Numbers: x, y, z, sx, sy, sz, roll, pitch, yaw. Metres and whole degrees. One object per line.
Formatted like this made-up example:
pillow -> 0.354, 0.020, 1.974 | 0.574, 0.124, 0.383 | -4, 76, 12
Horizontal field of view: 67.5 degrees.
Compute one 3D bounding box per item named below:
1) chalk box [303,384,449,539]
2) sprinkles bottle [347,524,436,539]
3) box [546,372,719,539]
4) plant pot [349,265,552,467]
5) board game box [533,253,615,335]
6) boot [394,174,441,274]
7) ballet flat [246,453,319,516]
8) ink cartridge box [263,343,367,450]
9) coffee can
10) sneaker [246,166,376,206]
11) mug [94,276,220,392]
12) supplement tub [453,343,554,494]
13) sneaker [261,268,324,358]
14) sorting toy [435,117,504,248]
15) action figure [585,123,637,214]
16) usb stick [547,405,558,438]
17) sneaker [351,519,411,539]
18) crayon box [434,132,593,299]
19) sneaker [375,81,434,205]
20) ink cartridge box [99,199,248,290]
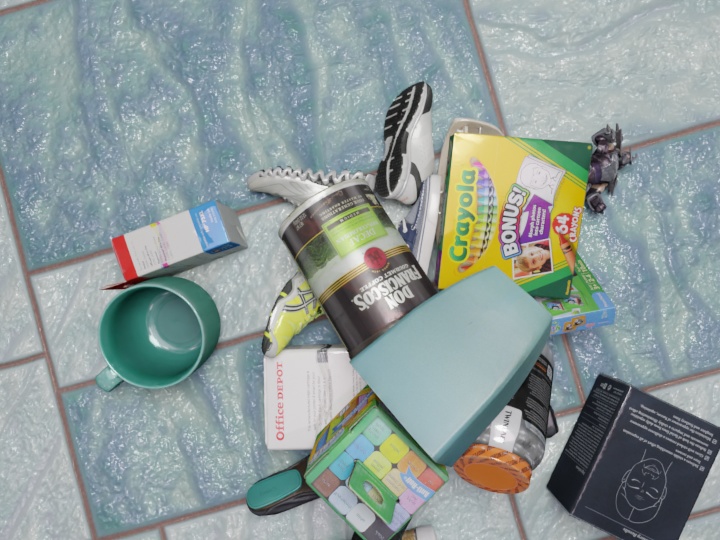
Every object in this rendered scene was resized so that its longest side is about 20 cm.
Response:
chalk box -> 0.019, 0.236, 0.664 | 0.125, 0.200, 0.124 | 45, 91, -1
sprinkles bottle -> 0.019, 0.434, 0.807 | 0.200, 0.068, 0.068 | -11, 88, 2
box -> 0.392, 0.277, 0.779 | 0.148, 0.107, 0.200 | 26, 89, 2
plant pot -> 0.121, 0.104, 0.634 | 0.200, 0.141, 0.141 | -42, 63, -3
board game box -> 0.234, 0.034, 0.778 | 0.200, 0.151, 0.037 | -12, 129, 2
boot -> 0.062, -0.047, 0.799 | 0.090, 0.073, 0.200 | 10, 107, 5
ballet flat -> -0.074, 0.319, 0.818 | 0.200, 0.073, 0.073 | -24, 88, 2
ink cartridge box -> -0.038, 0.185, 0.808 | 0.199, 0.084, 0.145 | -2, 88, 1
coffee can -> 0.000, 0.000, 0.727 | 0.146, 0.146, 0.200 | -32, 78, 1
sneaker -> -0.077, -0.117, 0.829 | 0.199, 0.075, 0.081 | 5, 97, 3
mug -> -0.302, 0.088, 0.801 | 0.185, 0.114, 0.152 | -9, 98, 5
supplement tub -> 0.194, 0.188, 0.738 | 0.122, 0.123, 0.200 | 22, 50, 2
sneaker -> -0.077, 0.044, 0.788 | 0.076, 0.075, 0.200 | 30, 62, -2
sorting toy -> 0.209, -0.107, 0.807 | 0.180, 0.107, 0.201 | 5, 88, -5
action figure -> 0.324, -0.134, 0.780 | 0.200, 0.069, 0.130 | -23, 117, -15
usb stick -> 0.200, 0.247, 0.824 | 0.200, 0.033, 0.056 | -13, 89, 2
sneaker -> 0.038, 0.347, 0.775 | 0.075, 0.079, 0.200 | 23, 64, 30
crayon box -> 0.193, -0.070, 0.704 | 0.172, 0.058, 0.201 | 4, 101, -1
sneaker -> 0.080, -0.193, 0.833 | 0.080, 0.074, 0.200 | 20, 78, -36
ink cartridge box -> -0.283, -0.033, 0.807 | 0.200, 0.116, 0.067 | -20, 88, 1
